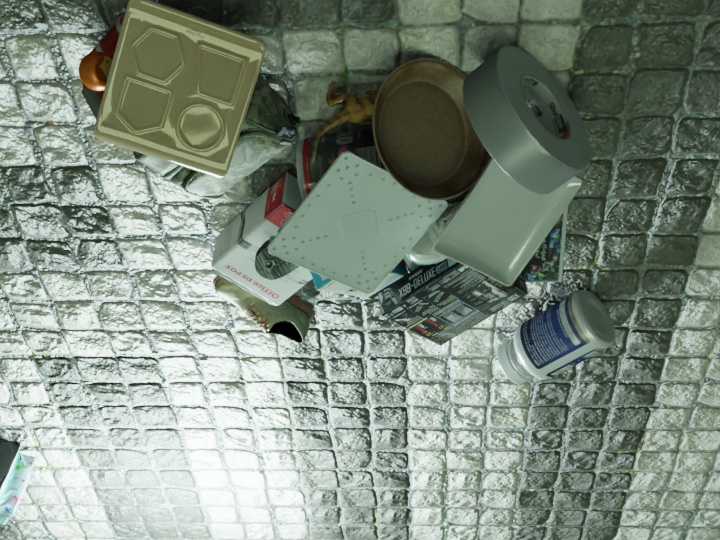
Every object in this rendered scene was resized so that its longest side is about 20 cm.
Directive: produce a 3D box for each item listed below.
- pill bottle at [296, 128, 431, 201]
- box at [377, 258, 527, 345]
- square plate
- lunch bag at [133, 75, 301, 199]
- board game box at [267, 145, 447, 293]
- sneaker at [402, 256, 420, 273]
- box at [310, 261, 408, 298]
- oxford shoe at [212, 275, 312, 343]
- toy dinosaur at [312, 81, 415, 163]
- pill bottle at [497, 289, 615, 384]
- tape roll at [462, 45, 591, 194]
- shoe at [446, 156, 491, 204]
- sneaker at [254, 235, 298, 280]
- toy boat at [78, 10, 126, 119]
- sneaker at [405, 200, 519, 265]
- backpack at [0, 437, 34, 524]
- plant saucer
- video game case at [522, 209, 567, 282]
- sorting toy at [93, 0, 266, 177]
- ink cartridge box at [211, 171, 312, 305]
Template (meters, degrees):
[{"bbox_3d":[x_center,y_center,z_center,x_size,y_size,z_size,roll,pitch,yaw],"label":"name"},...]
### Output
[{"bbox_3d":[0.011,-0.155,1.549,0.198,0.115,0.114,-7,137,10],"label":"pill bottle"},{"bbox_3d":[0.154,0.039,1.715,0.157,0.050,0.199,27,132,-38],"label":"box"},{"bbox_3d":[0.216,-0.087,1.525,0.199,0.028,0.199,22,107,-43],"label":"square plate"},{"bbox_3d":[-0.206,-0.204,1.493,0.199,0.140,0.167,-33,131,31],"label":"lunch bag"},{"bbox_3d":[-0.005,-0.070,1.505,0.199,0.026,0.200,23,122,-33],"label":"board game box"},{"bbox_3d":[0.096,-0.058,1.693,0.093,0.071,0.200,-33,137,3],"label":"sneaker"},{"bbox_3d":[0.000,0.000,1.690,0.082,0.050,0.200,-31,162,21],"label":"box"},{"bbox_3d":[-0.174,0.066,1.833,0.199,0.075,0.070,24,135,-21],"label":"oxford shoe"},{"bbox_3d":[-0.014,-0.228,1.470,0.199,0.106,0.061,-26,121,-20],"label":"toy dinosaur"},{"bbox_3d":[0.346,0.127,1.845,0.111,0.112,0.199,33,130,-30],"label":"pill bottle"},{"bbox_3d":[0.231,-0.207,1.415,0.199,0.202,0.066,32,130,-29],"label":"tape roll"},{"bbox_3d":[0.147,-0.131,1.595,0.198,0.054,0.070,-17,117,13],"label":"shoe"},{"bbox_3d":[-0.070,-0.053,1.586,0.198,0.082,0.071,-19,109,3],"label":"sneaker"},{"bbox_3d":[-0.327,-0.274,1.402,0.199,0.130,0.131,-36,82,34],"label":"toy boat"},{"bbox_3d":[0.154,-0.075,1.579,0.199,0.077,0.081,-26,166,-8],"label":"sneaker"},{"bbox_3d":[-0.809,0.467,2.239,0.150,0.179,0.200,31,135,-21],"label":"backpack"},{"bbox_3d":[0.096,-0.199,1.465,0.199,0.202,0.037,27,164,-25],"label":"plant saucer"},{"bbox_3d":[0.247,-0.061,1.692,0.180,0.023,0.201,-1,129,5],"label":"video game case"},{"bbox_3d":[-0.237,-0.238,1.351,0.183,0.037,0.202,17,112,-12],"label":"sorting toy"},{"bbox_3d":[-0.130,-0.049,1.697,0.146,0.083,0.200,32,130,-28],"label":"ink cartridge box"}]
